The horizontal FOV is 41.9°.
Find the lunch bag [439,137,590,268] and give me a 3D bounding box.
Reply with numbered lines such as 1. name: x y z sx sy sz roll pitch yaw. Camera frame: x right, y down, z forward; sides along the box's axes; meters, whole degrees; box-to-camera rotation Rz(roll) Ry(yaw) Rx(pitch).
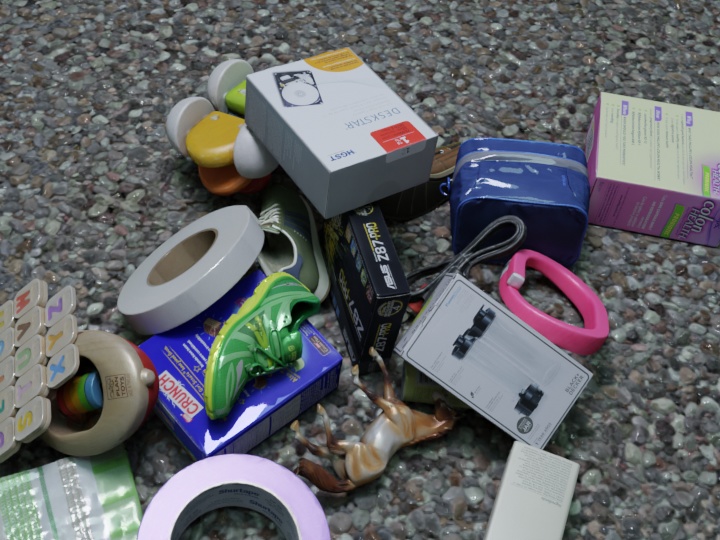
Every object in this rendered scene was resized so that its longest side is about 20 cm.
1. lunch bag: 0.205 -0.097 1.267 0.198 0.136 0.133 7 52 2

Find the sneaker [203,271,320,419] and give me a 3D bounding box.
1. sneaker: -0.109 0.083 1.050 0.083 0.074 0.201 22 54 15

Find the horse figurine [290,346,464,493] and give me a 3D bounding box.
1. horse figurine: 0.008 0.185 1.072 0.200 0.050 0.133 -42 96 -23

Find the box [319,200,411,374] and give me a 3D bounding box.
1. box: 0.000 0.000 1.161 0.049 0.162 0.201 -8 54 -16

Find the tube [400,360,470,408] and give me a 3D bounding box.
1. tube: 0.149 0.141 1.136 0.198 0.058 0.052 4 45 0

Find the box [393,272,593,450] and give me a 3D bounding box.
1. box: 0.151 0.105 1.083 0.199 0.060 0.117 35 88 -6

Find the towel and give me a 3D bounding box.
1. towel: -0.335 0.280 1.012 0.198 0.031 0.150 -14 57 -17

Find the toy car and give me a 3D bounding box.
1. toy car: -0.152 -0.186 1.300 0.174 0.151 0.200 21 57 29

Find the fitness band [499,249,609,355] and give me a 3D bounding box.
1. fitness band: 0.242 0.036 1.167 0.143 0.038 0.200 31 23 1

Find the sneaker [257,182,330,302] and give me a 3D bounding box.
1. sneaker: -0.105 -0.049 1.224 0.067 0.090 0.201 -39 53 23

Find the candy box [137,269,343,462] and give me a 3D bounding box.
1. candy box: -0.149 0.119 1.113 0.199 0.077 0.169 -32 62 -26

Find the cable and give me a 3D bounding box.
1. cable: 0.126 0.003 1.203 0.200 0.050 0.097 -46 53 -7

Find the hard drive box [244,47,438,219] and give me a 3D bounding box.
1. hard drive box: -0.027 -0.173 1.146 0.155 0.077 0.200 -22 54 -27

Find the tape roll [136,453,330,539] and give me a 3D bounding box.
1. tape roll: -0.132 0.297 0.975 0.198 0.066 0.202 5 54 -7

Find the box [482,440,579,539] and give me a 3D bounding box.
1. box: 0.172 0.293 1.010 0.081 0.069 0.201 20 54 10

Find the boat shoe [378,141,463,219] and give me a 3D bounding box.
1. boat shoe: 0.090 -0.130 1.331 0.199 0.072 0.068 -18 51 -28

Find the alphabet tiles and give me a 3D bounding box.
1. alphabet tiles: -0.388 0.110 1.063 0.195 0.015 0.201 -34 51 23

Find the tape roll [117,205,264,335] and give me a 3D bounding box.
1. tape roll: -0.208 -0.004 1.152 0.202 0.037 0.203 -29 26 15

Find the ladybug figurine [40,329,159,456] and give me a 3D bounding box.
1. ladybug figurine: -0.293 0.135 1.050 0.199 0.072 0.137 -12 83 35

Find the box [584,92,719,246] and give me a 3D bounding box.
1. box: 0.426 -0.147 1.346 0.198 0.097 0.177 10 52 4
